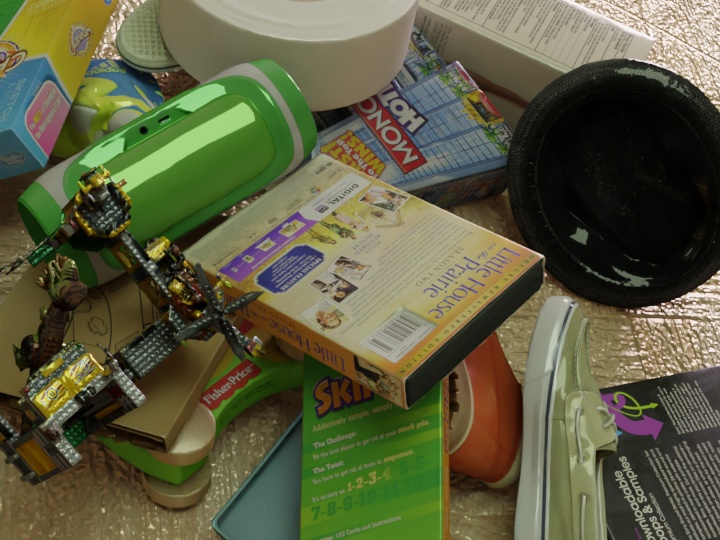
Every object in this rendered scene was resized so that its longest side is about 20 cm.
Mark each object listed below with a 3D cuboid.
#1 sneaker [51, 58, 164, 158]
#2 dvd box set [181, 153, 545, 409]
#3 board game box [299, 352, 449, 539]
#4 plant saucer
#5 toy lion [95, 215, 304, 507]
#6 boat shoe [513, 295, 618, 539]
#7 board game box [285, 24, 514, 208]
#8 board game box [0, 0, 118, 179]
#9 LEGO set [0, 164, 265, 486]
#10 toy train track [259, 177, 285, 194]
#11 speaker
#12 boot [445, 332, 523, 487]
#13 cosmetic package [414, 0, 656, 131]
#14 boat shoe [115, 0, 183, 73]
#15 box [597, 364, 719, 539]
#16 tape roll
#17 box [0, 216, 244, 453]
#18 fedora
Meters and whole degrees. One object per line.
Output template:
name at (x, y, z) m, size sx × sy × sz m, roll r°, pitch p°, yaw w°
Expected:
sneaker at (-0.168, -0.118, 1.116) m, size 0.199 × 0.076 × 0.105 m, roll 25°, pitch 44°, yaw 18°
dvd box set at (0.000, 0.000, 0.959) m, size 0.200 × 0.029 × 0.146 m, roll 26°, pitch 50°, yaw 32°
board game box at (0.009, 0.128, 0.939) m, size 0.095 × 0.030 × 0.201 m, roll -3°, pitch 76°, yaw 14°
plant saucer at (-0.024, 0.129, 0.995) m, size 0.070 × 0.019 × 0.200 m, roll 43°, pitch 52°, yaw -3°
toy lion at (-0.126, 0.043, 1.024) m, size 0.191 × 0.069 × 0.200 m, roll 35°, pitch 51°, yaw 22°
boat shoe at (0.145, 0.117, 0.995) m, size 0.062 × 0.072 × 0.201 m, roll 1°, pitch 75°, yaw 18°
board game box at (0.000, -0.113, 1.154) m, size 0.200 × 0.062 × 0.200 m, roll -31°, pitch 79°, yaw -33°
board game box at (-0.274, -0.142, 1.084) m, size 0.152 × 0.040 × 0.201 m, roll -13°, pitch 44°, yaw 26°
LEGO set at (-0.164, 0.028, 0.851) m, size 0.200 × 0.116 × 0.154 m, roll -33°, pitch 92°, yaw -30°
toy train track at (-0.040, -0.130, 1.203) m, size 0.114 × 0.033 × 0.200 m, roll 31°, pitch 56°, yaw -4°
speaker at (-0.130, -0.067, 0.995) m, size 0.200 × 0.089 × 0.089 m, roll -32°, pitch 65°, yaw -19°
boot at (0.072, 0.062, 1.046) m, size 0.107 × 0.075 × 0.201 m, roll 33°, pitch 41°, yaw -36°
cosmetic package at (0.140, -0.185, 1.258) m, size 0.199 × 0.087 × 0.103 m, roll 27°, pitch 47°, yaw 8°
boat shoe at (-0.127, -0.196, 1.193) m, size 0.075 × 0.062 × 0.200 m, roll 42°, pitch 40°, yaw 10°
box at (0.242, 0.142, 1.058) m, size 0.199 × 0.036 × 0.143 m, roll -8°, pitch 54°, yaw -22°
tape roll at (-0.056, -0.215, 1.122) m, size 0.201 × 0.071 × 0.203 m, roll 6°, pitch 47°, yaw -6°
box at (-0.162, 0.027, 0.988) m, size 0.163 × 0.021 × 0.200 m, roll 12°, pitch 46°, yaw 16°
fedora at (0.211, -0.074, 1.162) m, size 0.200 × 0.201 × 0.092 m, roll 22°, pitch 16°, yaw 2°
